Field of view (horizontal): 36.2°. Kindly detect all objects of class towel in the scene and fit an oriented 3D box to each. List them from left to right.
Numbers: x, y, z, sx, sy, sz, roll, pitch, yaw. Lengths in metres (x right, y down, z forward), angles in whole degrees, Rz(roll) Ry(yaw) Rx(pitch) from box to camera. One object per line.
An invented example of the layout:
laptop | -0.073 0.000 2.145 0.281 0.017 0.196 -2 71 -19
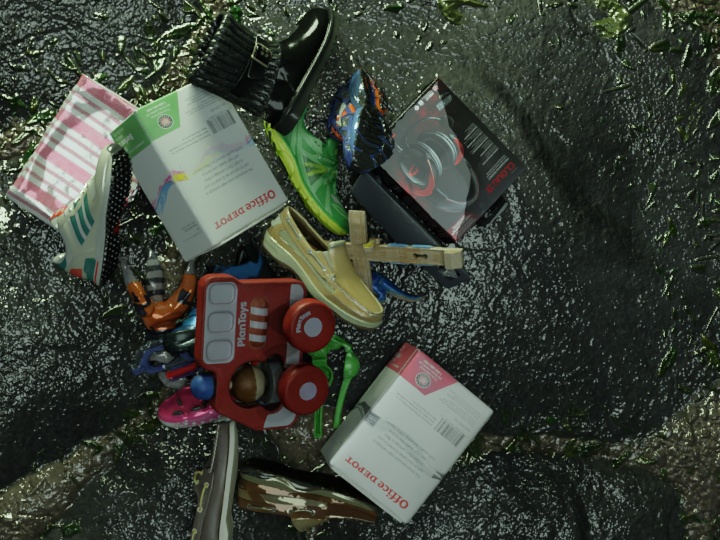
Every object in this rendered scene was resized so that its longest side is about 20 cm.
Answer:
towel | -0.366 -0.144 1.484 0.146 0.030 0.200 32 87 -8

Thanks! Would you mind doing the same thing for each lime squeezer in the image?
lime squeezer | -0.063 0.121 1.486 0.038 0.071 0.201 -4 88 21
lime squeezer | -0.043 0.117 1.543 0.071 0.038 0.200 -21 96 25

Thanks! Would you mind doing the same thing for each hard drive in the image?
hard drive | 0.063 -0.059 1.501 0.042 0.135 0.200 -44 97 6

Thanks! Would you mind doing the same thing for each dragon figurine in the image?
dragon figurine | 0.000 0.000 1.528 0.199 0.059 0.100 1 92 -7

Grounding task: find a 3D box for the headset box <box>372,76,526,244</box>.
headset box | 0.121 -0.144 1.534 0.200 0.075 0.149 45 85 -7

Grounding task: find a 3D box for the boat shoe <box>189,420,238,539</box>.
boat shoe | -0.201 0.303 1.500 0.059 0.072 0.201 4 88 1

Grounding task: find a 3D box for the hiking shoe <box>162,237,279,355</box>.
hiking shoe | -0.192 0.039 1.437 0.200 0.074 0.087 -37 100 -42

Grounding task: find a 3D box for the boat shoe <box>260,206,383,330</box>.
boat shoe | -0.041 -0.007 1.424 0.200 0.072 0.076 39 112 13

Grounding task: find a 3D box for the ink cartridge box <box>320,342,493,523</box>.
ink cartridge box | 0.061 0.223 1.527 0.146 0.083 0.200 40 85 -12

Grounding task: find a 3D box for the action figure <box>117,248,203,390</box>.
action figure | -0.241 0.068 1.494 0.200 0.104 0.194 -8 100 -36

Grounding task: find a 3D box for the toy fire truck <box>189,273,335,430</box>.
toy fire truck | -0.133 0.102 1.382 0.168 0.112 0.201 0 102 -29

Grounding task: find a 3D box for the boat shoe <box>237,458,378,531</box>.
boat shoe | -0.076 0.320 1.523 0.199 0.076 0.074 16 94 -1

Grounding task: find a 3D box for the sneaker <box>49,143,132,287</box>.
sneaker | -0.357 -0.076 1.426 0.093 0.070 0.200 17 118 5

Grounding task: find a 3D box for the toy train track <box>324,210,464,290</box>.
toy train track | 0.035 -0.018 1.440 0.199 0.033 0.115 4 116 21

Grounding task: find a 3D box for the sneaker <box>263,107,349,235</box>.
sneaker | -0.059 -0.140 1.508 0.083 0.074 0.200 -28 95 -3

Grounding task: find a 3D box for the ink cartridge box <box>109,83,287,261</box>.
ink cartridge box | -0.210 -0.134 1.449 0.145 0.087 0.200 -36 97 -40

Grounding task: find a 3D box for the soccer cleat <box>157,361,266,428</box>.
soccer cleat | -0.172 0.180 1.485 0.200 0.070 0.087 -21 128 -19

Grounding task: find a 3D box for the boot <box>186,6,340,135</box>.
boot | -0.124 -0.298 1.454 0.158 0.079 0.211 30 61 -18

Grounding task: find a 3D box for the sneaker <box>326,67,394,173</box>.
sneaker | -0.005 -0.188 1.472 0.078 0.200 0.075 -34 120 24
